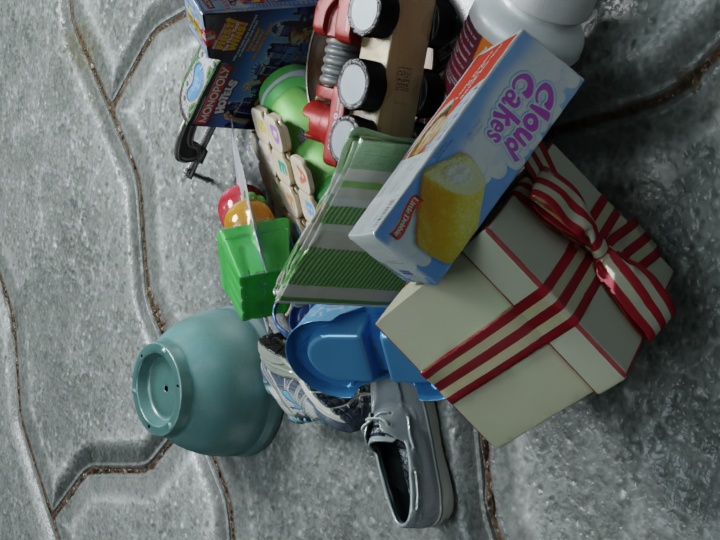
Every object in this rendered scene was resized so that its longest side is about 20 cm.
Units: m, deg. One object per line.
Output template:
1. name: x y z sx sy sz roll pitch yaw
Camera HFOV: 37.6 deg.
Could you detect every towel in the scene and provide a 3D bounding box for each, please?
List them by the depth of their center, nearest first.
1. towel: 0.016 -0.042 0.988 0.201 0.152 0.023 -61 39 34

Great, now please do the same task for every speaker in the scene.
1. speaker: -0.045 -0.143 1.219 0.089 0.088 0.201 -51 56 35

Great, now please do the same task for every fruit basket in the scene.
1. fruit basket: -0.129 -0.052 1.286 0.186 0.093 0.201 96 166 -57

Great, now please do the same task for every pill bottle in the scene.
1. pill bottle: 0.138 -0.191 0.974 0.110 0.109 0.201 54 139 32

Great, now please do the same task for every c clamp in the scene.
1. c clamp: -0.192 -0.207 1.360 0.027 0.171 0.201 27 99 8

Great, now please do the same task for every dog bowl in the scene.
1. dog bowl: 0.021 0.078 1.109 0.198 0.050 0.112 -1 129 18

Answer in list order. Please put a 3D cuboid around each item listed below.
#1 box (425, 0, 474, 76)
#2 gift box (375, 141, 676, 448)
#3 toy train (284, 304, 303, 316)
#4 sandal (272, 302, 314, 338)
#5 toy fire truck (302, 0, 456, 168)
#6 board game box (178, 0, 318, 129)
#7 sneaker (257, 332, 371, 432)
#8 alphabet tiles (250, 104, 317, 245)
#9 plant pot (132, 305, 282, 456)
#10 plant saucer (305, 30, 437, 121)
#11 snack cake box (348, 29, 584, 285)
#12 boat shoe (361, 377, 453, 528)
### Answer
1. box: 0.116 -0.304 1.068 0.200 0.043 0.161 -32 68 43
2. gift box: 0.150 0.005 0.919 0.184 0.200 0.187 42 134 -7
3. toy train: 0.000 0.000 1.120 0.115 0.085 0.201 23 131 -1
4. sandal: -0.028 0.036 1.202 0.200 0.087 0.080 -33 64 38
5. toy fire truck: -0.007 -0.193 1.026 0.199 0.128 0.177 23 109 47
6. board game box: -0.134 -0.260 1.228 0.062 0.199 0.200 56 127 30
7. sneaker: -0.052 0.147 1.255 0.200 0.077 0.087 34 127 49
8. alphabet tiles: -0.088 -0.091 1.242 0.195 0.015 0.201 38 144 59
9. plant pot: -0.210 0.147 1.369 0.199 0.134 0.202 1 91 47
10. plant saucer: 0.015 -0.218 1.125 0.199 0.032 0.202 1 91 47
11. snack cake box: 0.081 -0.088 0.857 0.201 0.067 0.115 -54 8 -5
12. boat shoe: 0.041 0.178 1.139 0.070 0.071 0.202 -33 65 43
